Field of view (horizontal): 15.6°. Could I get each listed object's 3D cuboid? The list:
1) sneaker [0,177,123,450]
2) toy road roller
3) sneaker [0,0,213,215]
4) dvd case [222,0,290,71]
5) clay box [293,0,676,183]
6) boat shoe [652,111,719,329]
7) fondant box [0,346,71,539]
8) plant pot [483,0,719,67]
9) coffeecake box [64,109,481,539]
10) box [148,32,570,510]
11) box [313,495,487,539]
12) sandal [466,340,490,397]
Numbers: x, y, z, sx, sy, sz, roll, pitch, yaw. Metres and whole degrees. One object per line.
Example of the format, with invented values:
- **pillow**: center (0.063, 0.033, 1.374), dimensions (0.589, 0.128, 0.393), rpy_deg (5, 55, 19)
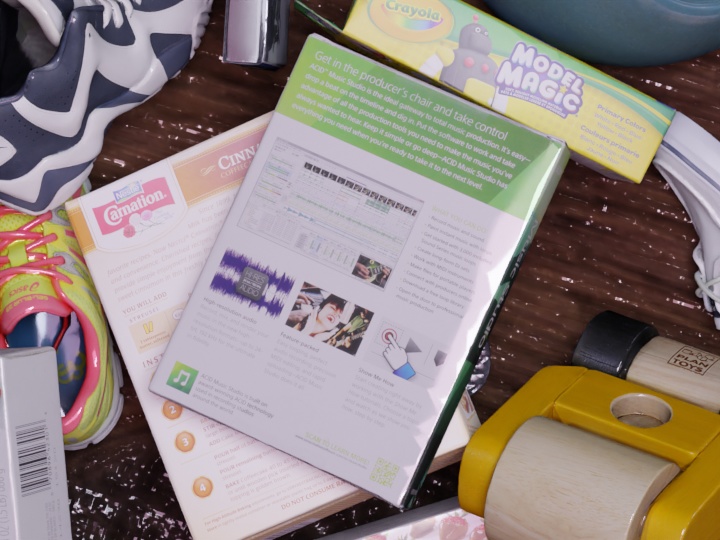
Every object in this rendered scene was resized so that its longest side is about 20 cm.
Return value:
- **sneaker**: center (-0.173, 0.000, 1.398), dimensions (0.078, 0.090, 0.200), rpy_deg (-19, 92, 2)
- **toy road roller**: center (0.143, 0.126, 1.368), dimensions (0.123, 0.200, 0.146), rpy_deg (19, 122, 26)
- **sneaker**: center (-0.144, -0.138, 1.345), dimensions (0.079, 0.130, 0.199), rpy_deg (32, 71, 20)
- **dvd case**: center (-0.049, -0.178, 1.335), dimensions (0.025, 0.200, 0.151), rpy_deg (4, 94, 0)
- **clay box**: center (0.062, -0.110, 1.385), dimensions (0.200, 0.115, 0.048), rpy_deg (28, 92, -4)
- **boat shoe**: center (0.215, 0.006, 1.415), dimensions (0.067, 0.074, 0.200), rpy_deg (-42, 94, -1)
- **fondant box**: center (-0.251, 0.118, 1.369), dimensions (0.200, 0.058, 0.145), rpy_deg (-4, 92, 24)
- **plant pot**: center (0.156, -0.190, 1.342), dimensions (0.200, 0.135, 0.200), rpy_deg (-5, 110, -13)
- **coffeecake box**: center (-0.043, 0.029, 1.374), dimensions (0.153, 0.073, 0.200), rpy_deg (-23, 81, 8)
- **box**: center (0.000, 0.000, 1.316), dimensions (0.144, 0.036, 0.200), rpy_deg (25, 89, 11)
- **box**: center (0.000, 0.162, 1.438), dimensions (0.200, 0.041, 0.039), rpy_deg (-17, 94, -1)
- **sandal**: center (-0.018, 0.014, 1.432), dimensions (0.200, 0.045, 0.075), rpy_deg (21, 87, 12)
